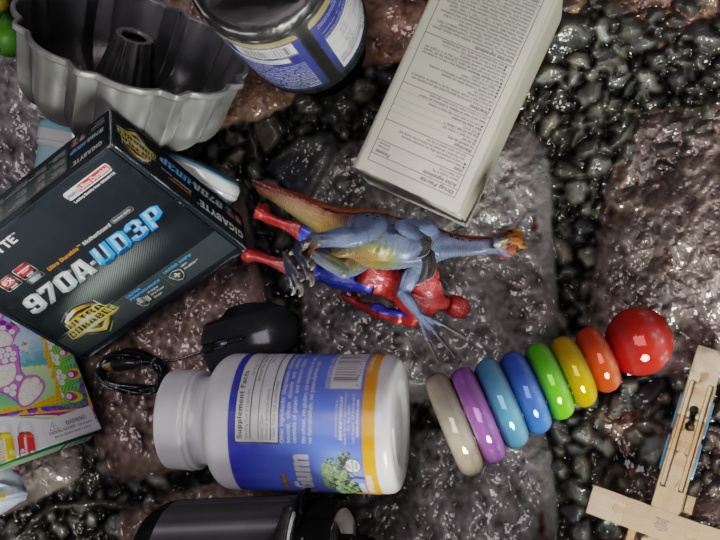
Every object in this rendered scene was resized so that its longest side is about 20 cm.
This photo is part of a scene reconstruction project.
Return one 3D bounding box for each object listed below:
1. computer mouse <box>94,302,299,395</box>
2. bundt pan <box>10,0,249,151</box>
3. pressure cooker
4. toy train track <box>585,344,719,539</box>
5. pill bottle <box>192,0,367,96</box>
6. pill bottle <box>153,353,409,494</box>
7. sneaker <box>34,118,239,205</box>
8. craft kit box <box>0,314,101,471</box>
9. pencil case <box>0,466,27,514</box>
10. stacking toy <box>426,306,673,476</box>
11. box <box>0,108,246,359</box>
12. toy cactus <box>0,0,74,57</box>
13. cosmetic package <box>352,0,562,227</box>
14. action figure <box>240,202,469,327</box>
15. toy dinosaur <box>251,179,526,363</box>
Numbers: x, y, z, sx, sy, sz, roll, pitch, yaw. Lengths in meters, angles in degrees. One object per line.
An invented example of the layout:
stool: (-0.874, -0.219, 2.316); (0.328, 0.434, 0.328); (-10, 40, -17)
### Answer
computer mouse: (-0.149, 0.071, 0.848); (0.198, 0.034, 0.059); (-16, 82, 10)
bundt pan: (-0.200, -0.166, 0.812); (0.201, 0.202, 0.076); (31, 121, 13)
pressure cooker: (-0.068, 0.261, 0.740); (0.197, 0.176, 0.181); (-5, 82, 10)
toy train track: (0.251, 0.160, 0.759); (0.113, 0.033, 0.202); (17, 82, 20)
pill bottle: (-0.055, -0.209, 0.770); (0.110, 0.200, 0.114); (-1, 84, 11)
pill bottle: (-0.063, 0.125, 0.784); (0.197, 0.112, 0.114); (-2, 84, 12)
sneaker: (-0.209, -0.051, 0.853); (0.198, 0.079, 0.132); (16, 92, 15)
craft kit box: (-0.350, 0.080, 0.818); (0.048, 0.199, 0.199); (-38, 74, 47)
pencil case: (-0.369, 0.132, 0.858); (0.082, 0.091, 0.202); (-22, 81, -4)
stacking toy: (0.157, 0.090, 0.765); (0.198, 0.085, 0.086); (-23, 80, 3)
box: (-0.219, -0.021, 0.793); (0.199, 0.159, 0.046); (-31, 45, 19)
toy cactus: (-0.314, -0.296, 0.902); (0.163, 0.102, 0.203); (11, 89, 31)
cosmetic package: (0.084, -0.151, 0.801); (0.103, 0.073, 0.202); (25, 90, 12)
action figure: (0.000, 0.000, 0.817); (0.198, 0.052, 0.066); (21, 94, 8)
toy dinosaur: (0.032, -0.031, 0.754); (0.180, 0.105, 0.202); (-18, 70, -18)
